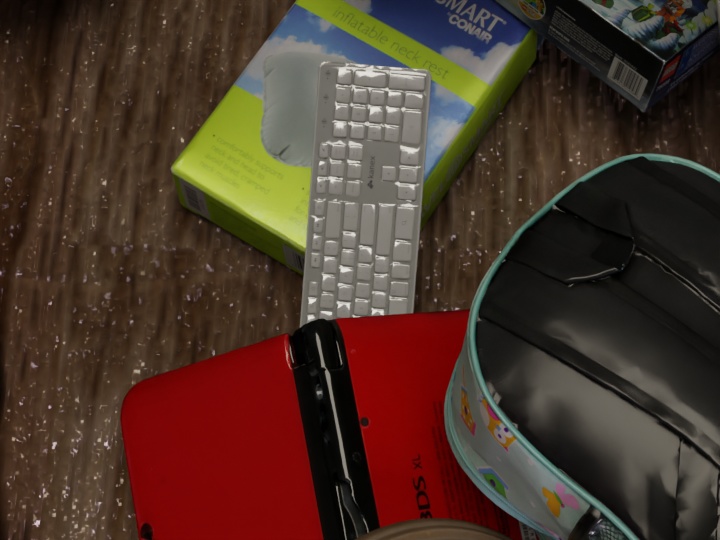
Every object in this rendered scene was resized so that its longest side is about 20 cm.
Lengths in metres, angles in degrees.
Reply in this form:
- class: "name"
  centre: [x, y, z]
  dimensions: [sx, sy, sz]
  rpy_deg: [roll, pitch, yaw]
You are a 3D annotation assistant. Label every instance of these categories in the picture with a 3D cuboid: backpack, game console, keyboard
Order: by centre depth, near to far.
- class: "backpack"
  centre: [0.137, 0.060, 0.795]
  dimensions: [0.200, 0.153, 0.176]
  rpy_deg: [42, 71, 8]
- class: "game console"
  centre: [-0.003, 0.133, 0.888]
  dimensions: [0.171, 0.118, 0.202]
  rpy_deg: [-3, 75, -31]
- class: "keyboard"
  centre: [0.000, 0.000, 0.917]
  dimensions: [0.056, 0.011, 0.202]
  rpy_deg: [5, 94, 4]

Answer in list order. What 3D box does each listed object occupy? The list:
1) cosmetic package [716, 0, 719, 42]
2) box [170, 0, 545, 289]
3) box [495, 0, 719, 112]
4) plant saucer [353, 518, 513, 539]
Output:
- class: "cosmetic package"
  centre: [0.265, -0.157, 0.842]
  dimensions: [0.164, 0.164, 0.202]
  rpy_deg: [-3, 94, 36]
- class: "box"
  centre: [0.006, -0.092, 0.985]
  dimensions: [0.121, 0.048, 0.201]
  rpy_deg: [30, 72, 14]
- class: "box"
  centre: [0.120, -0.185, 0.998]
  dimensions: [0.200, 0.040, 0.137]
  rpy_deg: [39, 52, 18]
- class: "plant saucer"
  centre: [0.039, 0.208, 0.800]
  dimensions: [0.198, 0.029, 0.202]
  rpy_deg: [5, 80, -31]
